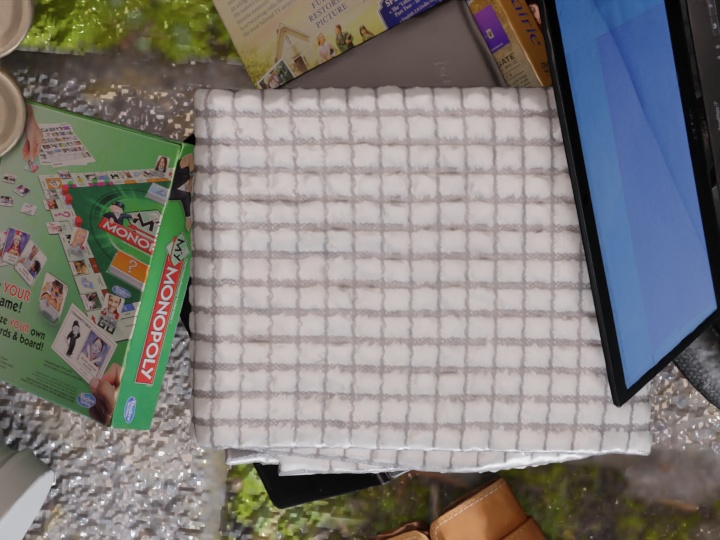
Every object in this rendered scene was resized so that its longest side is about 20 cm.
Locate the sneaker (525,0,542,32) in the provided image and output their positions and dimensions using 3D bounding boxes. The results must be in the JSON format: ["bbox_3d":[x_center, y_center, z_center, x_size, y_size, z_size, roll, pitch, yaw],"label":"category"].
[{"bbox_3d":[0.104,-0.057,0.884,0.074,0.079,0.201,-22,92,3],"label":"sneaker"}]

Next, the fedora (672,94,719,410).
[{"bbox_3d":[0.219,-0.018,0.862,0.199,0.092,0.202,-1,107,-2],"label":"fedora"}]

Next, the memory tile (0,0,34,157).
[{"bbox_3d":[-0.224,-0.157,0.840,0.152,0.017,0.201,8,106,-2],"label":"memory tile"}]

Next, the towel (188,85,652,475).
[{"bbox_3d":[0.025,0.002,0.784,0.199,0.086,0.167,-1,94,2],"label":"towel"}]

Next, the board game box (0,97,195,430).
[{"bbox_3d":[-0.163,-0.015,0.878,0.199,0.029,0.135,18,94,38],"label":"board game box"}]

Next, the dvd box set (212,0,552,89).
[{"bbox_3d":[-0.002,-0.136,0.874,0.146,0.029,0.201,-31,83,32],"label":"dvd box set"}]

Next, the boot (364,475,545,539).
[{"bbox_3d":[0.103,0.174,0.899,0.199,0.074,0.155,-23,86,2],"label":"boot"}]

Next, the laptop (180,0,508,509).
[{"bbox_3d":[0.000,0.000,0.879,0.116,0.200,0.188,-26,90,-29],"label":"laptop"}]

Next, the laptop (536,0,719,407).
[{"bbox_3d":[0.178,-0.061,0.744,0.199,0.103,0.178,-12,106,1],"label":"laptop"}]

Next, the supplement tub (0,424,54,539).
[{"bbox_3d":[-0.268,0.094,0.887,0.200,0.140,0.141,34,94,2],"label":"supplement tub"}]

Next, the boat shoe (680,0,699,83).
[{"bbox_3d":[0.213,-0.122,0.879,0.199,0.062,0.072,13,102,21],"label":"boat shoe"}]
